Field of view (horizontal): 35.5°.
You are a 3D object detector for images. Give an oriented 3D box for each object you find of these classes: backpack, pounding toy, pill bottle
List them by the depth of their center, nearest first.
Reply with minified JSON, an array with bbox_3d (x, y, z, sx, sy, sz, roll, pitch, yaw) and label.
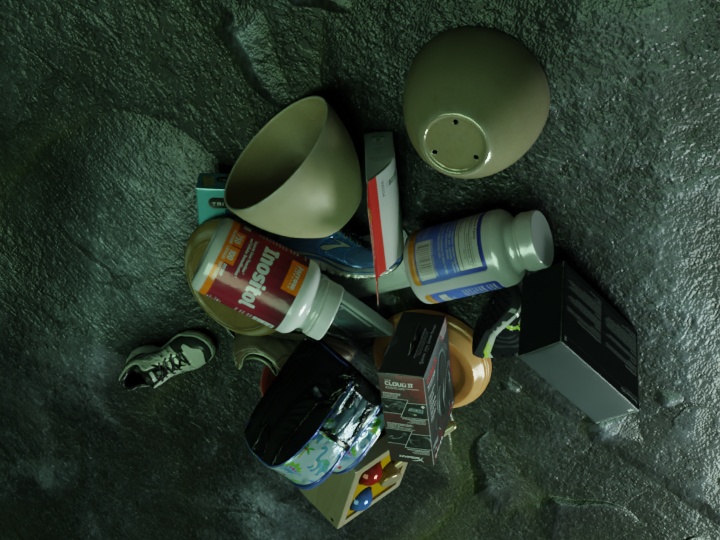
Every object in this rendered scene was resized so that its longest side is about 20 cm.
[{"bbox_3d":[-0.129,0.017,1.594,0.199,0.113,0.113,26,132,-10],"label":"pill bottle"},{"bbox_3d":[0.171,-0.025,1.615,0.198,0.112,0.113,-14,120,29],"label":"pill bottle"},{"bbox_3d":[-0.066,0.233,1.737,0.147,0.200,0.183,41,176,-33],"label":"backpack"},{"bbox_3d":[0.029,0.315,1.899,0.142,0.199,0.185,41,137,26],"label":"pounding toy"}]

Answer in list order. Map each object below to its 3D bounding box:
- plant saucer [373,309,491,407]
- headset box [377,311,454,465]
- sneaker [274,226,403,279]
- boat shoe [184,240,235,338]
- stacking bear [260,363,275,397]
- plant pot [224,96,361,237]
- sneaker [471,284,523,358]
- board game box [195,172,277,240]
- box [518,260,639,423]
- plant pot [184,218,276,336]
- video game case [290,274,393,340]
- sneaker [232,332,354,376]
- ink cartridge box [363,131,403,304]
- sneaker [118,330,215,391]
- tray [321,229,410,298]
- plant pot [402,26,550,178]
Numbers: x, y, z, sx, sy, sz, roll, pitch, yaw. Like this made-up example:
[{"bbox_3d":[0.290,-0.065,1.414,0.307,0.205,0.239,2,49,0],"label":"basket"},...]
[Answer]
[{"bbox_3d":[0.112,0.152,1.825,0.198,0.038,0.202,11,129,13],"label":"plant saucer"},{"bbox_3d":[0.088,0.173,1.728,0.076,0.149,0.202,5,127,17],"label":"headset box"},{"bbox_3d":[-0.031,-0.041,1.678,0.198,0.079,0.090,8,102,-1],"label":"sneaker"},{"bbox_3d":[-0.226,0.036,1.855,0.071,0.061,0.202,-21,116,34],"label":"boat shoe"},{"bbox_3d":[-0.101,0.238,1.931,0.120,0.114,0.201,-18,137,-9],"label":"stacking bear"},{"bbox_3d":[-0.076,-0.124,1.586,0.199,0.202,0.134,-25,127,35],"label":"plant pot"},{"bbox_3d":[0.227,0.079,1.691,0.082,0.072,0.200,11,155,-5],"label":"sneaker"},{"bbox_3d":[-0.173,-0.053,1.745,0.149,0.047,0.202,2,126,-1],"label":"board game box"},{"bbox_3d":[0.314,0.105,1.605,0.078,0.142,0.200,-26,129,34],"label":"box"},{"bbox_3d":[-0.191,0.018,1.707,0.198,0.027,0.202,16,126,23],"label":"plant pot"},{"bbox_3d":[-0.074,0.065,1.770,0.180,0.024,0.200,-7,151,35],"label":"video game case"},{"bbox_3d":[-0.111,0.142,1.834,0.198,0.076,0.071,10,157,-5],"label":"sneaker"},{"bbox_3d":[0.035,-0.076,1.572,0.050,0.201,0.162,-6,126,2],"label":"ink cartridge box"},{"bbox_3d":[-0.342,0.170,1.988,0.199,0.088,0.076,-20,115,31],"label":"sneaker"},{"bbox_3d":[0.000,0.000,1.762,0.198,0.022,0.108,-13,119,30],"label":"tray"},{"bbox_3d":[0.139,-0.199,1.479,0.198,0.135,0.202,11,129,14],"label":"plant pot"}]
